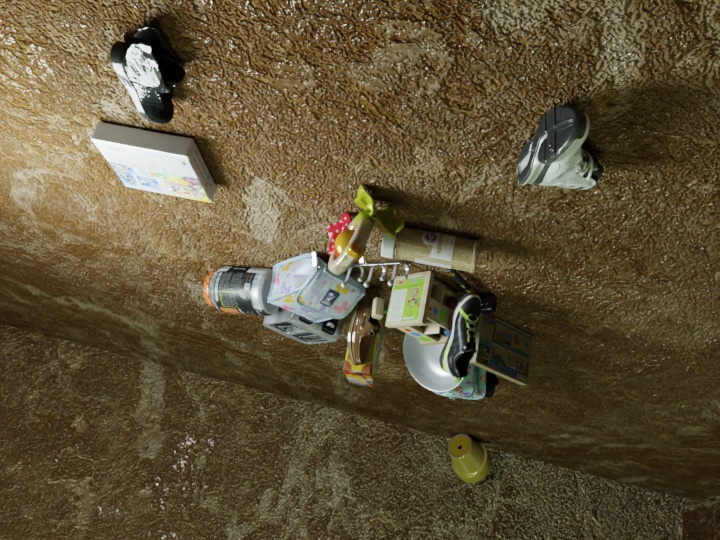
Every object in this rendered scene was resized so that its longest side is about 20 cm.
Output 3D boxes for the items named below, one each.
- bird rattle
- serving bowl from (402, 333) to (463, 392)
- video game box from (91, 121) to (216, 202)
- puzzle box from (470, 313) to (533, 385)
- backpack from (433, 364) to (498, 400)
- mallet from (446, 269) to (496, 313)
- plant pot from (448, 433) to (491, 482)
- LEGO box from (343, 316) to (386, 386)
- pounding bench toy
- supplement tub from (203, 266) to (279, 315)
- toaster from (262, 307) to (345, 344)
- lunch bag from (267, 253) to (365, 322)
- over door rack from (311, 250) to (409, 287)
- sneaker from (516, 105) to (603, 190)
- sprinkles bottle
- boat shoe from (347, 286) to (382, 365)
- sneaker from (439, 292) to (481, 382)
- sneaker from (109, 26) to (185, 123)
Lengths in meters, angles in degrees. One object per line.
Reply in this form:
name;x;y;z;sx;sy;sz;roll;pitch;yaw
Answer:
bird rattle;-0.021;-0.066;1.341;0.112;0.165;0.198;40;141;-19
serving bowl;0.210;0.217;1.847;0.196;0.207;0.065;-2;-170;36
video game box;-0.397;-0.208;1.353;0.194;0.048;0.183;11;157;6
puzzle box;0.369;0.203;1.795;0.196;0.137;0.025;24;158;-30
backpack;0.274;0.270;1.941;0.196;0.184;0.148;0;176;40
mallet;0.260;0.044;1.603;0.064;0.042;0.200;0;151;30
plant pot;0.526;0.916;3.428;0.196;0.204;0.190;-4;139;37
LEGO box;0.015;0.197;1.900;0.075;0.206;0.150;8;159;9
pounding bench toy;0.140;0.102;1.689;0.154;0.128;0.197;28;155;-36
supplement tub;-0.315;0.053;1.851;0.194;0.126;0.123;3;157;25
toaster;-0.161;0.116;1.921;0.179;0.122;0.197;29;154;-35
lunch bag;-0.108;0.045;1.707;0.197;0.131;0.167;-18;146;42
over door rack;0.000;0.000;1.549;0.144;0.069;0.198;-3;168;35
sneaker;0.309;-0.173;0.995;0.111;0.078;0.201;6;168;-6
sprinkles bottle;0.141;-0.045;1.401;0.194;0.070;0.069;11;159;6
boat shoe;0.014;0.144;1.771;0.066;0.207;0.071;5;-178;27
sneaker;0.247;0.156;1.584;0.070;0.206;0.082;8;-167;-34
sneaker;-0.312;-0.293;1.068;0.101;0.061;0.201;11;156;19
